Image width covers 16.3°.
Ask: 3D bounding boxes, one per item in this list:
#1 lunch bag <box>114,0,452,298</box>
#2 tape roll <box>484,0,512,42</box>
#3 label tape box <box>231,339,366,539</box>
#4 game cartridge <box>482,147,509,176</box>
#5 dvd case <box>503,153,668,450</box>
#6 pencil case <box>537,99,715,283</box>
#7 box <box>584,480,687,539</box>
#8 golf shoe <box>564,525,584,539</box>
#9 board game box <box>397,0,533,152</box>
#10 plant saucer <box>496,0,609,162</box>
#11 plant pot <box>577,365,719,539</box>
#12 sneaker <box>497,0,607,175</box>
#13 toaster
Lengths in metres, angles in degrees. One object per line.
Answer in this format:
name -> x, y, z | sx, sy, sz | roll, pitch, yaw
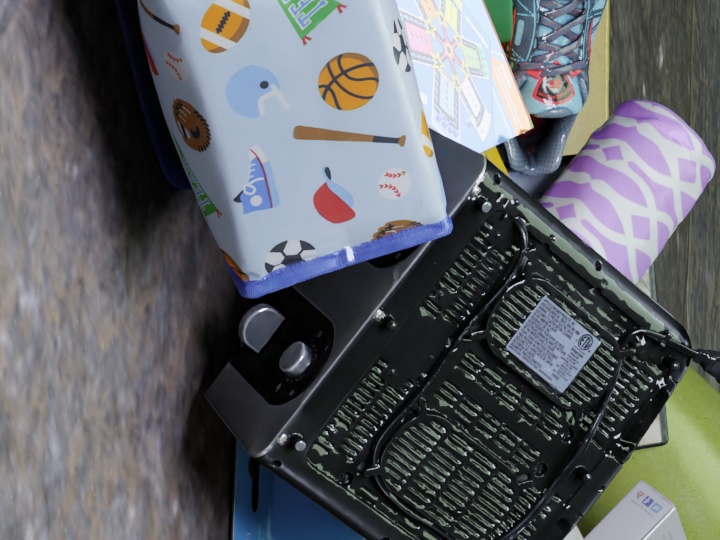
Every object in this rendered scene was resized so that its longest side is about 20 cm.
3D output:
lunch bag -> -0.047, -0.109, 1.158 | 0.200, 0.123, 0.171 | -110, -175, -62
tape roll -> 0.051, -0.228, 1.449 | 0.200, 0.048, 0.201 | -9, 90, -89
label tape box -> -0.002, 0.112, 1.359 | 0.200, 0.063, 0.145 | 20, 70, -69
game cartridge -> 0.044, -0.074, 1.444 | 0.177, 0.032, 0.200 | 67, 14, 21
dvd case -> 0.129, 0.026, 1.637 | 0.018, 0.142, 0.201 | -170, -106, -69
pencil case -> 0.138, -0.017, 1.575 | 0.084, 0.085, 0.200 | 48, 72, -15
box -> 0.138, 0.246, 1.615 | 0.200, 0.036, 0.144 | -44, 145, -12
golf shoe -> 0.089, 0.192, 1.422 | 0.092, 0.075, 0.201 | 58, 25, -43
board game box -> 0.006, -0.143, 1.281 | 0.201, 0.103, 0.019 | 67, -8, -14
plant saucer -> 0.126, -0.137, 1.743 | 0.200, 0.048, 0.201 | 14, 76, -69
plant pot -> 0.190, 0.130, 1.758 | 0.200, 0.187, 0.187 | 58, 33, -27
sneaker -> 0.122, -0.139, 1.538 | 0.200, 0.079, 0.096 | 97, -11, -49
toaster -> 0.050, 0.050, 1.234 | 0.200, 0.119, 0.181 | 37, 91, -30
